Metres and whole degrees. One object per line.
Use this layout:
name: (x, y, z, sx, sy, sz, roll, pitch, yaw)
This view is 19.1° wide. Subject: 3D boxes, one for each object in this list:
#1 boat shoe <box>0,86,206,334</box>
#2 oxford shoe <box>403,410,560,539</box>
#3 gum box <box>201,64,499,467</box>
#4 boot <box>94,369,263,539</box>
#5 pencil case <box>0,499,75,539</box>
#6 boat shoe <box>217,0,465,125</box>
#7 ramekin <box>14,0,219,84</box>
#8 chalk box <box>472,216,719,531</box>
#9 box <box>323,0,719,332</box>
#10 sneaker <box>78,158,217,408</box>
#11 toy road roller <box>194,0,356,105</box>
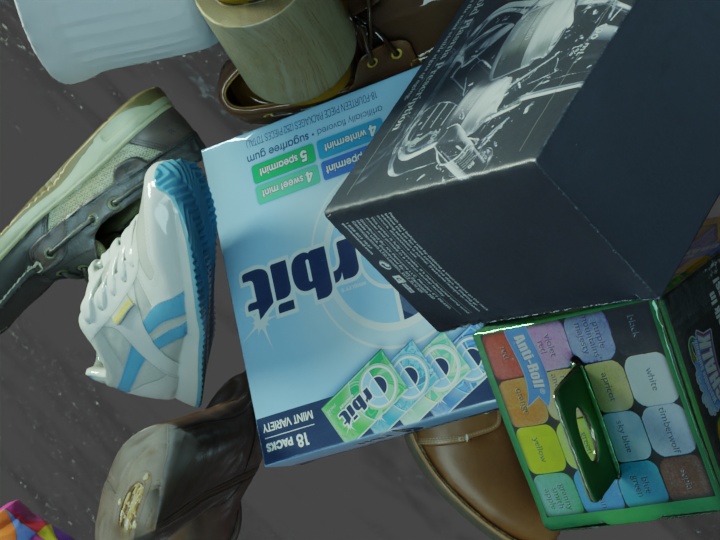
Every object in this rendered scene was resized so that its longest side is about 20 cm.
boat shoe: (-0.175, -0.025, 1.347, 0.066, 0.072, 0.201, 44, 105, 8)
oxford shoe: (0.067, 0.085, 1.298, 0.071, 0.071, 0.200, -36, 90, 30)
gum box: (0.000, 0.000, 1.268, 0.169, 0.044, 0.201, -18, 79, 31)
boot: (-0.121, 0.151, 1.301, 0.064, 0.200, 0.187, 27, 107, 9)
pencil case: (-0.179, 0.238, 1.400, 0.200, 0.088, 0.089, 38, 109, 7)
boat shoe: (0.004, -0.137, 1.274, 0.199, 0.068, 0.072, -23, 95, 19)
ramekin: (-0.137, -0.213, 1.233, 0.097, 0.200, 0.202, -6, 100, 8)
chalk box: (0.154, 0.061, 1.166, 0.124, 0.200, 0.125, -13, 101, 41)
box: (0.110, -0.081, 1.137, 0.104, 0.200, 0.182, 46, 150, -23)
sneaker: (-0.129, 0.011, 1.293, 0.080, 0.077, 0.201, 8, 138, 0)
toy road roller: (-0.010, -0.204, 1.196, 0.145, 0.123, 0.201, -9, 59, 16)
